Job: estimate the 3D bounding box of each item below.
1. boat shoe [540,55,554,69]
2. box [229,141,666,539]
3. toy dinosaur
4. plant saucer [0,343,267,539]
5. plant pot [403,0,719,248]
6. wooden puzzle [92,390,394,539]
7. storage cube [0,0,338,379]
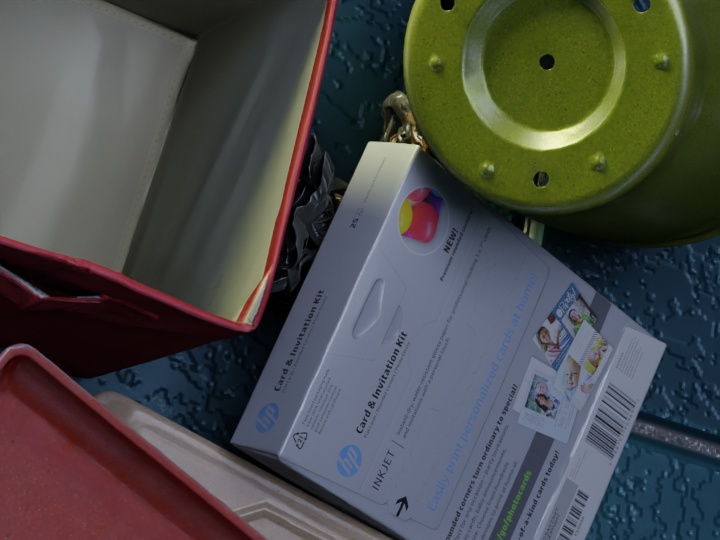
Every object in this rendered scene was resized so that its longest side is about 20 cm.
[{"bbox_3d":[0.116,-0.153,1.100,0.074,0.086,0.203,-2,74,-25],"label":"boat shoe"},{"bbox_3d":[0.048,0.057,0.980,0.200,0.041,0.157,35,73,-38],"label":"box"},{"bbox_3d":[0.000,0.000,1.007,0.135,0.102,0.201,29,42,-32],"label":"toy dinosaur"},{"bbox_3d":[-0.136,0.162,0.857,0.200,0.037,0.200,43,76,-26],"label":"plant saucer"},{"bbox_3d":[0.109,-0.099,0.962,0.201,0.200,0.193,63,23,3],"label":"plant pot"},{"bbox_3d":[-0.078,0.177,0.931,0.199,0.037,0.186,30,81,-18],"label":"wooden puzzle"},{"bbox_3d":[-0.135,-0.069,0.894,0.170,0.179,0.201,21,71,-26],"label":"storage cube"}]
